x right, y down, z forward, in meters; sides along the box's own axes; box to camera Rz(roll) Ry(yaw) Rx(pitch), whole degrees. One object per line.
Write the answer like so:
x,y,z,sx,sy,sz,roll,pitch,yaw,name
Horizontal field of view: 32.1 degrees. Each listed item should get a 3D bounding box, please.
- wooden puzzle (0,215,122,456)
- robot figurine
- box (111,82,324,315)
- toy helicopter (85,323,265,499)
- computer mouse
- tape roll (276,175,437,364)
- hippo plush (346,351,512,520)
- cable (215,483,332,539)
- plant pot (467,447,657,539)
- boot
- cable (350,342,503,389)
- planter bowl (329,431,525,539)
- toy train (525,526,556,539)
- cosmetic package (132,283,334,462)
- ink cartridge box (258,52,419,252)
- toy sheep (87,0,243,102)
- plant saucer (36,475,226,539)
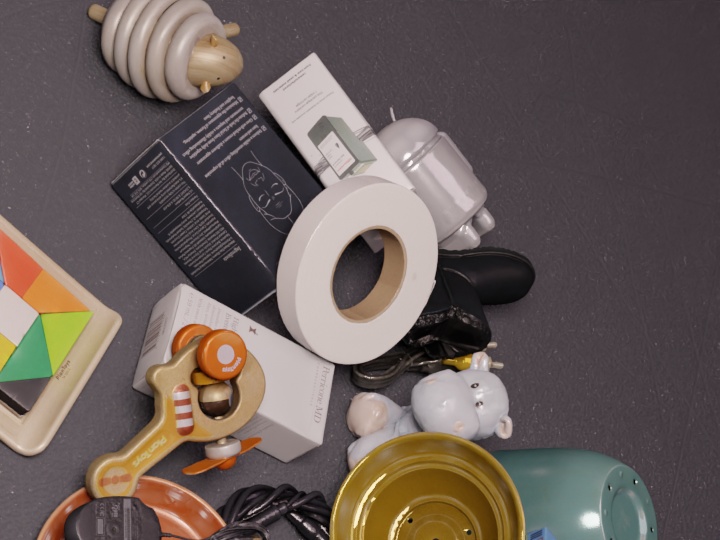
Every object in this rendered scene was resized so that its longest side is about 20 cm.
-0.335,0.046,1.169,0.200,0.037,0.186,40,46,-17,wooden puzzle
0.081,-0.109,1.578,0.200,0.113,0.170,49,46,-8,robot figurine
-0.141,-0.074,1.363,0.200,0.107,0.148,50,43,-6,box
-0.168,0.151,1.171,0.200,0.079,0.133,-41,112,-24,toy helicopter
-0.174,0.243,1.136,0.199,0.034,0.059,13,56,-28,computer mouse
0.000,0.000,1.331,0.202,0.037,0.205,-18,119,-37,tape roll
0.098,0.187,1.387,0.199,0.160,0.161,2,65,-41,hippo plush
-0.078,0.289,1.250,0.199,0.051,0.164,19,55,-33,cable
0.237,0.294,1.423,0.200,0.160,0.202,20,62,-44,plant pot
0.132,0.042,1.496,0.198,0.077,0.169,7,32,-15,boot
0.070,0.095,1.487,0.199,0.051,0.097,1,33,-33,cable
0.073,0.275,1.295,0.084,0.199,0.202,63,17,-65,planter bowl
0.138,0.356,1.311,0.087,0.199,0.114,51,24,-14,toy train
-0.127,0.109,1.295,0.199,0.074,0.102,28,51,-26,cosmetic package
-0.016,-0.132,1.454,0.201,0.084,0.146,54,2,11,ink cartridge box
-0.217,-0.253,1.384,0.199,0.139,0.138,20,39,21,toy sheep
-0.201,0.283,1.130,0.199,0.032,0.202,14,52,-19,plant saucer
